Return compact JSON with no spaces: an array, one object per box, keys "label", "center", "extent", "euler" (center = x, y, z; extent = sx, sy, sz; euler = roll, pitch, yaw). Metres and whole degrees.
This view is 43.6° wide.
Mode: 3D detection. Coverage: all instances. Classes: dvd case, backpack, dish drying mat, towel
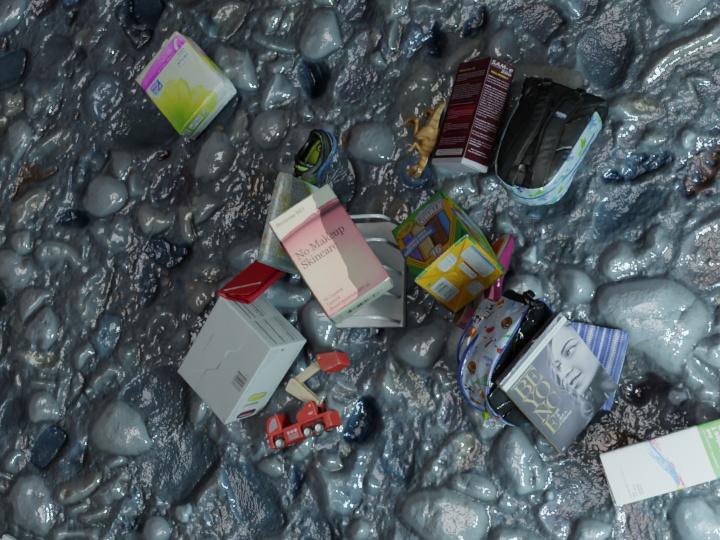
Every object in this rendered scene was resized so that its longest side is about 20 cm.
[{"label":"dvd case","center":[0.314,0.179,1.421],"extent":[0.149,0.200,0.016],"euler":[-48,30,-8]},{"label":"backpack","center":[0.243,0.147,1.464],"extent":[0.154,0.200,0.191],"euler":[8,61,51]},{"label":"backpack","center":[0.321,-0.212,1.573],"extent":[0.163,0.154,0.200],"euler":[21,69,23]},{"label":"dish drying mat","center":[-0.190,0.003,1.744],"extent":[0.077,0.200,0.018],"euler":[10,123,26]},{"label":"towel","center":[0.344,0.149,1.539],"extent":[0.200,0.024,0.145],"euler":[11,70,26]},{"label":"towel","center":[-0.115,-0.079,1.707],"extent":[0.048,0.200,0.171],"euler":[6,83,30]}]

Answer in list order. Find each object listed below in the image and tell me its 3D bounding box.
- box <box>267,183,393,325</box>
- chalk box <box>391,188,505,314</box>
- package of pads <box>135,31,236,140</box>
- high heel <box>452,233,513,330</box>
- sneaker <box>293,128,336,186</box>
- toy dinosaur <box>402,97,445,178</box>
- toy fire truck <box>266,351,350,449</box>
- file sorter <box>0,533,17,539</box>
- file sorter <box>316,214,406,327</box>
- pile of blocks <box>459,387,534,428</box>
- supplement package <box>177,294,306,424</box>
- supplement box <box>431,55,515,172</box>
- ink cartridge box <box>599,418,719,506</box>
[{"label":"box","center":[-0.049,-0.026,1.550],"extent":[0.128,0.109,0.200],"euler":[-34,79,-1]},{"label":"chalk box","center":[0.149,-0.047,1.603],"extent":[0.124,0.125,0.200],"euler":[-40,36,16]},{"label":"package of pads","center":[-0.376,-0.403,1.949],"extent":[0.155,0.068,0.200],"euler":[-46,68,13]},{"label":"high heel","center":[0.246,0.036,1.620],"extent":[0.096,0.067,0.200],"euler":[32,83,-18]},{"label":"sneaker","center":[-0.114,-0.191,1.788],"extent":[0.071,0.083,0.200],"euler":[24,92,26]},{"label":"toy dinosaur","center":[0.131,-0.266,1.680],"extent":[0.106,0.060,0.200],"euler":[-115,31,-41]},{"label":"toy fire truck","center":[-0.103,0.250,1.731],"extent":[0.200,0.049,0.141],"euler":[-24,72,20]},{"label":"file sorter","center":[-0.751,0.675,1.917],"extent":[0.200,0.125,0.139],"euler":[18,90,25]},{"label":"file sorter","center":[0.000,0.000,1.676],"extent":[0.139,0.125,0.200],"euler":[-2,81,23]},{"label":"pile of blocks","center":[0.267,0.244,1.551],"extent":[0.200,0.062,0.082],"euler":[16,44,28]},{"label":"supplement package","center":[-0.230,0.166,1.742],"extent":[0.156,0.111,0.200],"euler":[43,116,23]},{"label":"supplement box","center":[0.205,-0.282,1.644],"extent":[0.109,0.061,0.200],"euler":[13,87,63]},{"label":"ink cartridge box","center":[0.489,0.296,1.402],"extent":[0.200,0.145,0.084],"euler":[-22,73,20]}]
